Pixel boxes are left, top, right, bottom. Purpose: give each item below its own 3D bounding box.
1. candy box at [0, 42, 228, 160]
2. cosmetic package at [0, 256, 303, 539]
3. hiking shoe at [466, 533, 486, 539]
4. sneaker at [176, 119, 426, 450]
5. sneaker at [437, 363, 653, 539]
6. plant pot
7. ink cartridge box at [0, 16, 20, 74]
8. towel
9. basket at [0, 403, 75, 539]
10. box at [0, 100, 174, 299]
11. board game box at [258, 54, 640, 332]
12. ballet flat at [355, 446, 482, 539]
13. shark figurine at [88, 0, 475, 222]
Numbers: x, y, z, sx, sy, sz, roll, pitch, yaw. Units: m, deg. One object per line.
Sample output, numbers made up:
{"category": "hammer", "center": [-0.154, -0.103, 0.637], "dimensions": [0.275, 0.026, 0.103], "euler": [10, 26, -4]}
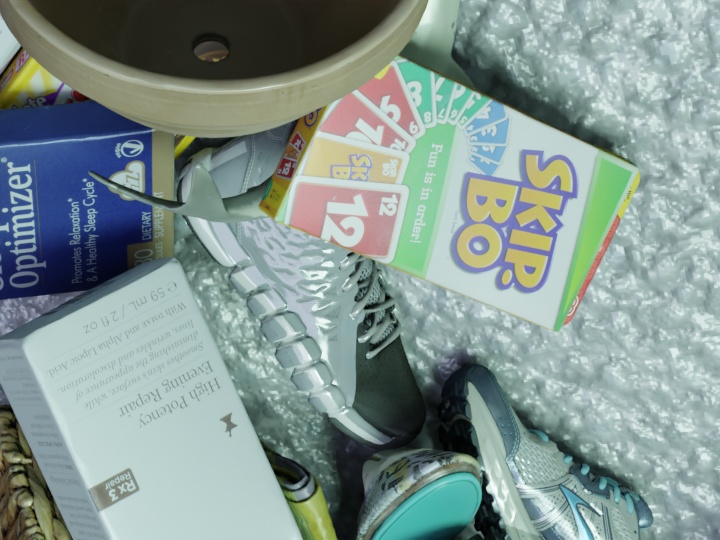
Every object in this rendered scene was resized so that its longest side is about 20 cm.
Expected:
{"category": "candy box", "center": [-0.146, -0.079, 1.087], "dimensions": [0.102, 0.027, 0.200], "euler": [27, 125, -25]}
{"category": "cosmetic package", "center": [-0.107, 0.106, 1.072], "dimensions": [0.074, 0.101, 0.201], "euler": [-10, 107, 64]}
{"category": "hiking shoe", "center": [0.076, 0.216, 1.136], "dimensions": [0.076, 0.200, 0.101], "euler": [-40, 66, -7]}
{"category": "sneaker", "center": [0.000, 0.000, 1.087], "dimensions": [0.115, 0.075, 0.200], "euler": [-31, 108, 25]}
{"category": "sneaker", "center": [0.113, 0.136, 1.149], "dimensions": [0.086, 0.078, 0.201], "euler": [-28, 97, -13]}
{"category": "plant pot", "center": [-0.066, -0.128, 0.915], "dimensions": [0.199, 0.202, 0.093], "euler": [14, 145, 6]}
{"category": "ink cartridge box", "center": [-0.246, -0.145, 1.057], "dimensions": [0.144, 0.085, 0.200], "euler": [38, 121, -9]}
{"category": "towel", "center": [-0.028, 0.181, 1.183], "dimensions": [0.143, 0.023, 0.201], "euler": [19, 137, 58]}
{"category": "basket", "center": [-0.158, 0.170, 1.208], "dimensions": [0.148, 0.143, 0.201], "euler": [-2, 135, -26]}
{"category": "box", "center": [-0.197, -0.033, 1.071], "dimensions": [0.198, 0.033, 0.122], "euler": [-6, 139, -10]}
{"category": "board game box", "center": [0.053, -0.038, 1.009], "dimensions": [0.199, 0.030, 0.096], "euler": [21, 99, -34]}
{"category": "ballet flat", "center": [0.022, 0.140, 1.145], "dimensions": [0.072, 0.072, 0.201], "euler": [16, 144, 5]}
{"category": "shark figurine", "center": [-0.025, -0.081, 1.029], "dimensions": [0.089, 0.214, 0.128], "euler": [34, 164, 42]}
